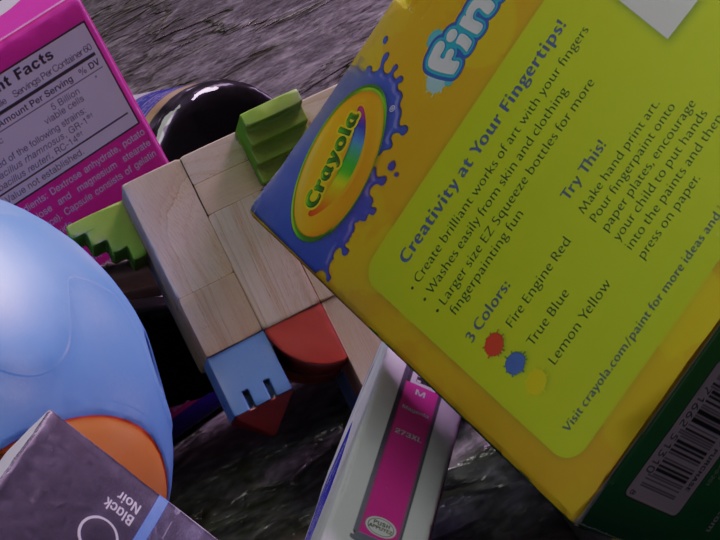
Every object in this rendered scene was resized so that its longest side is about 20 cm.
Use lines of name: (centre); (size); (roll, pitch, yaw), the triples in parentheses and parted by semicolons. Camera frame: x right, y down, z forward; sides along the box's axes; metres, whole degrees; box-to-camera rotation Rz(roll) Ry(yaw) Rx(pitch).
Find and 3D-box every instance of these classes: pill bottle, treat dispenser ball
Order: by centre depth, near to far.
treat dispenser ball: (-0.168, 0.069, 0.711); (0.199, 0.202, 0.201); (-24, 19, 9)
pill bottle: (-0.124, -0.042, 1.081); (0.112, 0.112, 0.199); (-40, 22, -33)

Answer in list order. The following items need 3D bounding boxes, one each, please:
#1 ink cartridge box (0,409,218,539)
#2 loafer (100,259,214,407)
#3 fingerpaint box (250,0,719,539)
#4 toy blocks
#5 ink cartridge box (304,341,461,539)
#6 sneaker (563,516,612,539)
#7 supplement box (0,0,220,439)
ink cartridge box: (-0.104, 0.141, 0.553); (0.039, 0.099, 0.201); (-42, 14, 44)
loafer: (-0.063, 0.008, 0.851); (0.198, 0.073, 0.072); (-9, 54, -15)
fingerpaint box: (0.086, -0.048, 0.542); (0.201, 0.073, 0.167); (-56, 47, 8)
toy blocks: (0.000, 0.000, 0.776); (0.199, 0.138, 0.100); (-26, -7, -11)
ink cartridge box: (0.001, 0.082, 0.625); (0.200, 0.037, 0.095); (-73, 4, -62)
sneaker: (0.084, 0.039, 0.645); (0.070, 0.073, 0.200); (-26, 20, -4)
supplement box: (-0.140, -0.018, 0.900); (0.103, 0.201, 0.101); (-34, 20, -21)
